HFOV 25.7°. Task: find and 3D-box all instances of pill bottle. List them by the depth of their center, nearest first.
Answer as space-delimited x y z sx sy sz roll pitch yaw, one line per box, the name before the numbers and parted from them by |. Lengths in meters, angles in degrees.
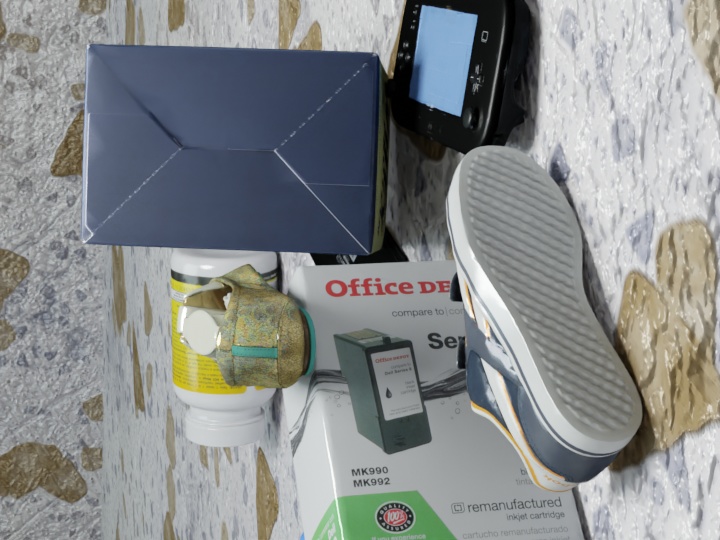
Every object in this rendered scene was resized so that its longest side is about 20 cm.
pill bottle | -0.142 0.076 1.657 0.112 0.111 0.202 -143 53 -70

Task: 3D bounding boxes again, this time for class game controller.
game controller | 0.059 -0.135 1.014 0.200 0.042 0.105 -143 51 -70

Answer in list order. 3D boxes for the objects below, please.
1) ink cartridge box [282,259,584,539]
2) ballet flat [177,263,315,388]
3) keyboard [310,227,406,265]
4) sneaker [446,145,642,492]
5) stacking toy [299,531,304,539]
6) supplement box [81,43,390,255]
ink cartridge box | 0.035 0.097 0.943 0.084 0.145 0.201 112 152 -55
ballet flat | -0.079 0.033 0.961 0.200 0.070 0.071 -162 70 -75
keyboard | 0.000 0.000 1.299 0.105 0.039 0.200 -62 24 17
sneaker | 0.087 0.028 0.871 0.080 0.078 0.201 115 147 -49
stacking toy | -0.019 0.234 1.179 0.085 0.085 0.202 145 140 -72
supplement box | -0.081 -0.083 1.134 0.200 0.198 0.136 -33 -54 -86
